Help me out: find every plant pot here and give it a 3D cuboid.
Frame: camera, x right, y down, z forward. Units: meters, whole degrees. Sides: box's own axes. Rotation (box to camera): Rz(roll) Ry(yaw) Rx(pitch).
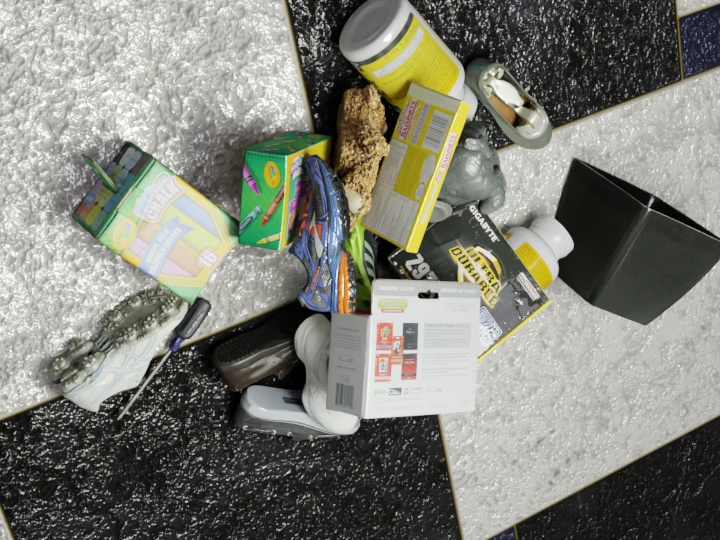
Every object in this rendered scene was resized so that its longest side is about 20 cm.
[{"bbox_3d":[0.412,-0.033,1.685,0.199,0.200,0.178,20,107,-32],"label":"plant pot"}]

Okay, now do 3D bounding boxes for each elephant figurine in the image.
[{"bbox_3d":[0.089,-0.114,1.459,0.199,0.142,0.156,-18,121,16],"label":"elephant figurine"}]

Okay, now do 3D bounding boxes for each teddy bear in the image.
[{"bbox_3d":[0.000,-0.145,1.426,0.066,0.201,0.145,10,137,-11],"label":"teddy bear"}]

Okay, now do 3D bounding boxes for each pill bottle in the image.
[{"bbox_3d":[0.072,-0.272,1.458,0.200,0.111,0.111,41,85,-35],"label":"pill bottle"},{"bbox_3d":[0.230,0.005,1.641,0.200,0.104,0.104,-41,121,-10],"label":"pill bottle"}]

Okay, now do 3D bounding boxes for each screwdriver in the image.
[{"bbox_3d":[-0.265,0.122,1.457,0.200,0.028,0.029,-56,151,0],"label":"screwdriver"}]

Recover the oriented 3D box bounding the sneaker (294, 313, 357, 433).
[{"bbox_3d":[-0.035,0.159,1.476,0.075,0.100,0.201,-32,130,-22],"label":"sneaker"}]

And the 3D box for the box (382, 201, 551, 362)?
[{"bbox_3d":[0.153,0.014,1.548,0.159,0.049,0.200,-37,94,-9],"label":"box"}]

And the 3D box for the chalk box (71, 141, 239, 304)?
[{"bbox_3d":[-0.268,-0.071,1.336,0.200,0.124,0.124,38,86,-31],"label":"chalk box"}]

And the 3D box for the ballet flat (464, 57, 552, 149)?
[{"bbox_3d":[0.229,-0.237,1.586,0.200,0.064,0.068,37,87,-32],"label":"ballet flat"}]

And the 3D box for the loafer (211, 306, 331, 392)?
[{"bbox_3d":[-0.114,0.110,1.515,0.199,0.073,0.072,-20,127,-21],"label":"loafer"}]

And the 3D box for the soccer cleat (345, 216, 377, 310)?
[{"bbox_3d":[0.000,0.000,1.512,0.081,0.067,0.201,-16,99,-59],"label":"soccer cleat"}]

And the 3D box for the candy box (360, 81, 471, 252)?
[{"bbox_3d":[0.069,-0.133,1.381,0.026,0.102,0.201,11,104,-39],"label":"candy box"}]

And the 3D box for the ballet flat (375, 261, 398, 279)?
[{"bbox_3d":[0.036,0.086,1.544,0.068,0.068,0.201,8,76,-23],"label":"ballet flat"}]

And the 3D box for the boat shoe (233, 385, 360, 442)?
[{"bbox_3d":[-0.095,0.219,1.561,0.199,0.070,0.066,13,122,-37],"label":"boat shoe"}]

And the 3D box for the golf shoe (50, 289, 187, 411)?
[{"bbox_3d":[-0.304,0.105,1.415,0.200,0.078,0.097,-35,136,-8],"label":"golf shoe"}]

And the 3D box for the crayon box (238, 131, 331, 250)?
[{"bbox_3d":[-0.094,-0.107,1.383,0.058,0.200,0.119,9,105,13],"label":"crayon box"}]

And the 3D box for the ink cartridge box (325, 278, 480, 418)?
[{"bbox_3d":[0.060,0.098,1.419,0.199,0.084,0.177,4,91,-40],"label":"ink cartridge box"}]

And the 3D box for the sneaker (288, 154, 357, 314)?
[{"bbox_3d":[-0.053,-0.043,1.321,0.078,0.075,0.201,-6,85,7],"label":"sneaker"}]
